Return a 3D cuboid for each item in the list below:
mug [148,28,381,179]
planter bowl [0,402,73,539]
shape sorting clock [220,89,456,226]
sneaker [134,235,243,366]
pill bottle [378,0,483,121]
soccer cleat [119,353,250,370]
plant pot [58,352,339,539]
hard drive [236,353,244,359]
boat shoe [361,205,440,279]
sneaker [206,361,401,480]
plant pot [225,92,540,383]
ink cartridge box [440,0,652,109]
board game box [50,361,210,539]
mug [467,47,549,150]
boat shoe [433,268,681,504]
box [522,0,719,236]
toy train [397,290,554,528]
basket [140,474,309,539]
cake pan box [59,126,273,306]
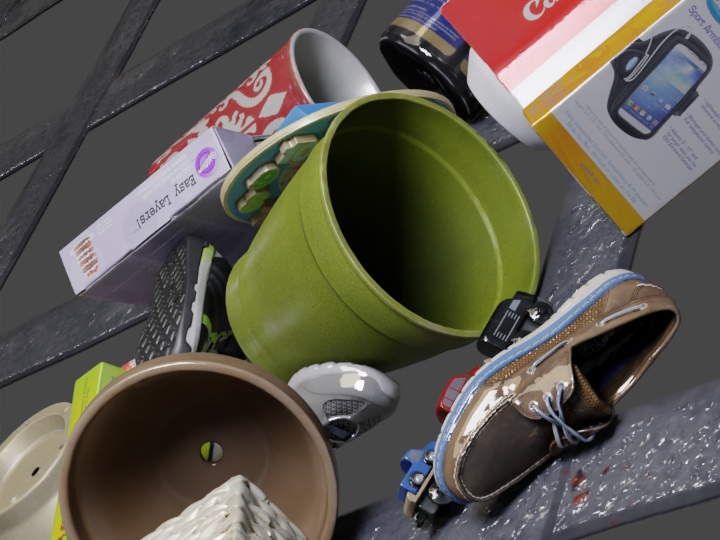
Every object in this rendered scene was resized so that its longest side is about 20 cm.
[{"bbox_3d":[-0.072,-0.099,1.927,0.200,0.177,0.134,-35,46,27],"label":"mug"},{"bbox_3d":[-0.226,0.191,1.696,0.200,0.135,0.200,-35,25,19],"label":"planter bowl"},{"bbox_3d":[-0.016,-0.086,1.681,0.200,0.200,0.039,-34,67,21],"label":"shape sorting clock"},{"bbox_3d":[-0.119,0.040,1.665,0.072,0.083,0.200,-47,18,25],"label":"sneaker"},{"bbox_3d":[0.119,-0.238,1.878,0.200,0.112,0.112,-48,24,-11],"label":"pill bottle"},{"bbox_3d":[-0.150,0.093,1.768,0.200,0.069,0.085,-41,25,6],"label":"soccer cleat"},{"bbox_3d":[-0.111,0.146,1.528,0.201,0.201,0.093,-37,11,14],"label":"plant pot"},{"bbox_3d":[-0.094,0.029,1.885,0.132,0.026,0.200,-30,27,29],"label":"hard drive"},{"bbox_3d":[0.002,-0.014,1.758,0.202,0.075,0.065,-22,-10,40],"label":"boat shoe"},{"bbox_3d":[-0.044,0.135,1.604,0.200,0.075,0.082,-32,43,36],"label":"sneaker"},{"bbox_3d":[0.000,0.000,1.614,0.193,0.200,0.201,-38,21,44],"label":"plant pot"},{"bbox_3d":[0.182,-0.166,1.551,0.161,0.200,0.050,-40,25,9],"label":"ink cartridge box"},{"bbox_3d":[-0.174,0.180,1.590,0.048,0.101,0.201,-34,43,50],"label":"board game box"},{"bbox_3d":[0.176,-0.173,1.697,0.153,0.186,0.150,-47,55,15],"label":"mug"},{"bbox_3d":[0.130,0.078,1.396,0.200,0.072,0.072,-48,26,-8],"label":"boat shoe"},{"bbox_3d":[0.230,-0.132,1.524,0.200,0.119,0.041,-40,24,8],"label":"box"},{"bbox_3d":[0.077,0.093,1.479,0.200,0.046,0.034,-58,-11,-29],"label":"toy train"},{"bbox_3d":[-0.110,0.252,1.421,0.200,0.136,0.123,-36,21,18],"label":"basket"},{"bbox_3d":[-0.123,-0.039,1.783,0.200,0.184,0.052,-37,67,27],"label":"cake pan box"}]
